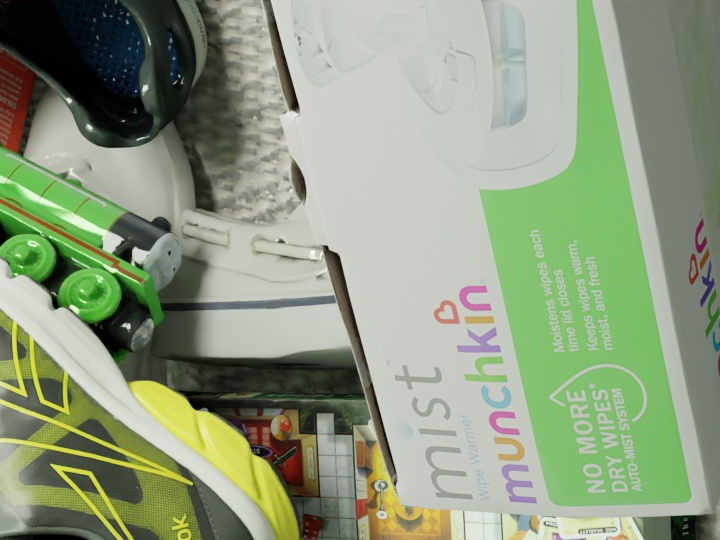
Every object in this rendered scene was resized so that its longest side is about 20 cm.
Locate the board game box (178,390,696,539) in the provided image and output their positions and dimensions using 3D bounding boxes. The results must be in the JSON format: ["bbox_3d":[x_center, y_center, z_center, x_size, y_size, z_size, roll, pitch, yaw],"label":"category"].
[{"bbox_3d":[0.020,0.094,0.883,0.199,0.023,0.105,-2,96,29],"label":"board game box"}]

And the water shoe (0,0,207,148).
[{"bbox_3d":[-0.128,-0.135,0.949,0.071,0.079,0.200,-35,107,21],"label":"water shoe"}]

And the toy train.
[{"bbox_3d":[-0.148,-0.028,0.930,0.199,0.056,0.042,27,152,21],"label":"toy train"}]

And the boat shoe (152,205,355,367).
[{"bbox_3d":[0.000,0.000,0.893,0.200,0.072,0.066,-4,81,53],"label":"boat shoe"}]

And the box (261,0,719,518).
[{"bbox_3d":[0.056,-0.065,0.688,0.096,0.177,0.201,-1,119,25],"label":"box"}]

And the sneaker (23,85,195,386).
[{"bbox_3d":[-0.116,0.001,0.977,0.075,0.088,0.201,-22,58,33],"label":"sneaker"}]

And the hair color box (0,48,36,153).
[{"bbox_3d":[-0.190,-0.042,1.036,0.101,0.061,0.201,-19,53,45],"label":"hair color box"}]

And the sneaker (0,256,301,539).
[{"bbox_3d":[-0.119,0.058,0.867,0.200,0.085,0.075,29,145,11],"label":"sneaker"}]
